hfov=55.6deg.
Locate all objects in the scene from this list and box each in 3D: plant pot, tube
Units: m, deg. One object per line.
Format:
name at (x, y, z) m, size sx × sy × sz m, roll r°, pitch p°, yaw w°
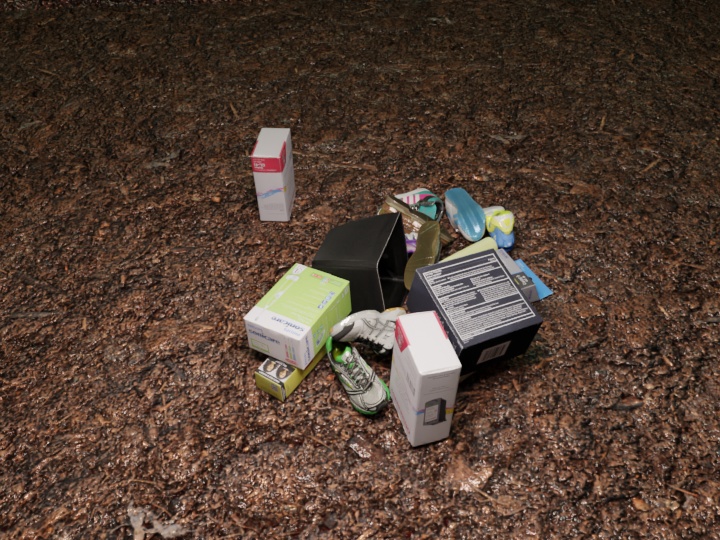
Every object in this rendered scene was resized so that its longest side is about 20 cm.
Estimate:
plant pot at (0.000, 0.000, 1.549) m, size 0.173 × 0.203 × 0.202 m, roll 5°, pitch 40°, yaw 20°
tube at (0.253, -0.024, 1.668) m, size 0.197 × 0.059 × 0.051 m, roll -24°, pitch 11°, yaw -32°

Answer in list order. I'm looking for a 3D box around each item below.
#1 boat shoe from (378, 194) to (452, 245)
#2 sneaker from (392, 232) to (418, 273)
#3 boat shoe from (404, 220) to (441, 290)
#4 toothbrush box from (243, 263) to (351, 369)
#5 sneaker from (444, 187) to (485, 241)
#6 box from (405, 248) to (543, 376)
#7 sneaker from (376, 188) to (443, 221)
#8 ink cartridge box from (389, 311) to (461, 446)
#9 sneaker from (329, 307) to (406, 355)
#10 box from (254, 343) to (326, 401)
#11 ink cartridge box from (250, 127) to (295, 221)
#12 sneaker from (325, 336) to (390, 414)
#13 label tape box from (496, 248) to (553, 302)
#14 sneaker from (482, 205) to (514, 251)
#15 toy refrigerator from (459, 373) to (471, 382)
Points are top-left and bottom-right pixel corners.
boat shoe at (0.138, -0.113, 1.737) m, size 0.198 × 0.069 × 0.072 m, roll 33°, pitch 19°, yaw 4°
sneaker at (0.070, -0.032, 1.668) m, size 0.195 × 0.082 × 0.090 m, roll -9°, pitch 49°, yaw -13°
boat shoe at (0.157, -0.024, 1.610) m, size 0.070 × 0.066 × 0.204 m, roll -5°, pitch 50°, yaw 30°
toothbrush box at (-0.128, 0.091, 1.437) m, size 0.143 × 0.088 × 0.200 m, roll 17°, pitch 42°, yaw 24°
sneaker at (0.274, -0.132, 1.771) m, size 0.074 × 0.082 × 0.202 m, roll -13°, pitch 38°, yaw -3°
box at (0.226, 0.085, 1.386) m, size 0.195 × 0.125 × 0.201 m, roll -14°, pitch 55°, yaw -21°
sneaker at (0.145, -0.148, 1.798) m, size 0.197 × 0.085 × 0.120 m, roll -26°, pitch 38°, yaw -29°
ink cartridge box at (0.118, 0.203, 1.290) m, size 0.083 × 0.204 × 0.149 m, roll -10°, pitch 42°, yaw -13°
sneaker at (0.029, 0.131, 1.388) m, size 0.196 × 0.075 × 0.090 m, roll -6°, pitch 70°, yaw -36°
box at (-0.132, 0.180, 1.437) m, size 0.074 × 0.051 × 0.200 m, roll 22°, pitch 45°, yaw 26°
ink cartridge box at (-0.228, -0.254, 1.815) m, size 0.083 × 0.204 × 0.149 m, roll 3°, pitch 40°, yaw 4°
sneaker at (-0.015, 0.209, 1.371) m, size 0.078 × 0.086 × 0.200 m, roll -39°, pitch 50°, yaw -11°
label tape box at (0.341, 0.019, 1.619) m, size 0.196 × 0.067 × 0.144 m, roll -17°, pitch 44°, yaw -17°
sneaker at (0.349, -0.105, 1.764) m, size 0.074 × 0.108 × 0.200 m, roll -11°, pitch 12°, yaw 1°
toy refrigerator at (0.231, 0.163, 1.450) m, size 0.197 × 0.071 × 0.076 m, roll -28°, pitch 49°, yaw -28°
